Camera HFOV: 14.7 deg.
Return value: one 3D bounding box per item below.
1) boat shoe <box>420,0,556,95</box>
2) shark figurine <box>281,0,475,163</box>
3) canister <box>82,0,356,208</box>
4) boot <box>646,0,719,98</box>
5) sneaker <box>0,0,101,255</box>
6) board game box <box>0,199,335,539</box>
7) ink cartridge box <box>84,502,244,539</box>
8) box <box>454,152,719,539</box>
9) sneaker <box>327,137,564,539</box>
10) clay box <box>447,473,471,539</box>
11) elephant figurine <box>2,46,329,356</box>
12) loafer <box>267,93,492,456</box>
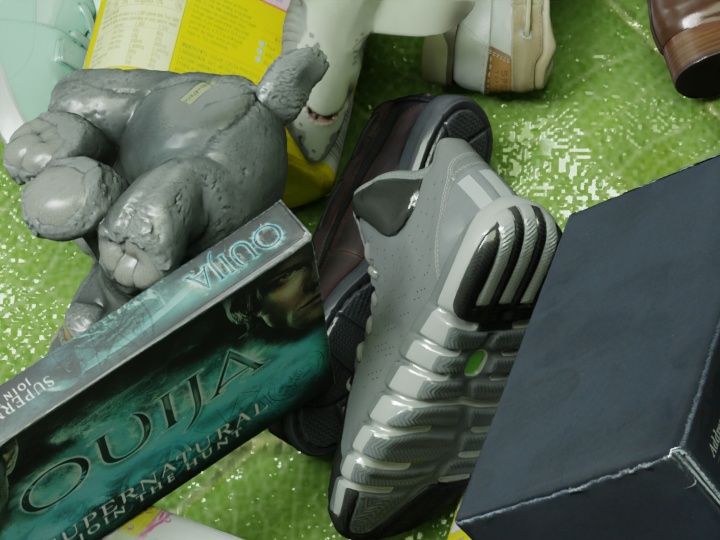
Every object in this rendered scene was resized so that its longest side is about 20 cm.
[{"bbox_3d":[0.088,-0.185,1.467,0.068,0.075,0.201,13,77,8],"label":"boat shoe"},{"bbox_3d":[0.024,-0.169,1.383,0.214,0.128,0.090,-36,23,-4],"label":"shark figurine"},{"bbox_3d":[-0.060,-0.149,1.433,0.148,0.086,0.201,23,67,-26],"label":"canister"},{"bbox_3d":[0.218,-0.204,1.465,0.185,0.064,0.201,-16,61,0],"label":"boot"},{"bbox_3d":[-0.136,-0.111,1.451,0.118,0.074,0.201,-24,63,3],"label":"sneaker"},{"bbox_3d":[-0.103,0.064,1.251,0.200,0.135,0.028,-34,63,-15],"label":"board game box"},{"bbox_3d":[-0.123,0.186,1.313,0.199,0.088,0.146,19,68,13],"label":"ink cartridge box"},{"bbox_3d":[0.166,0.088,1.203,0.124,0.197,0.200,-20,30,36],"label":"box"},{"bbox_3d":[0.023,0.024,1.331,0.075,0.201,0.116,5,35,-37],"label":"sneaker"},{"bbox_3d":[0.068,0.167,1.283,0.047,0.115,0.201,24,69,-17],"label":"clay box"},{"bbox_3d":[-0.096,0.005,1.353,0.154,0.201,0.142,6,44,16],"label":"elephant figurine"},{"bbox_3d":[0.000,0.000,1.400,0.063,0.072,0.201,12,68,42],"label":"loafer"}]
